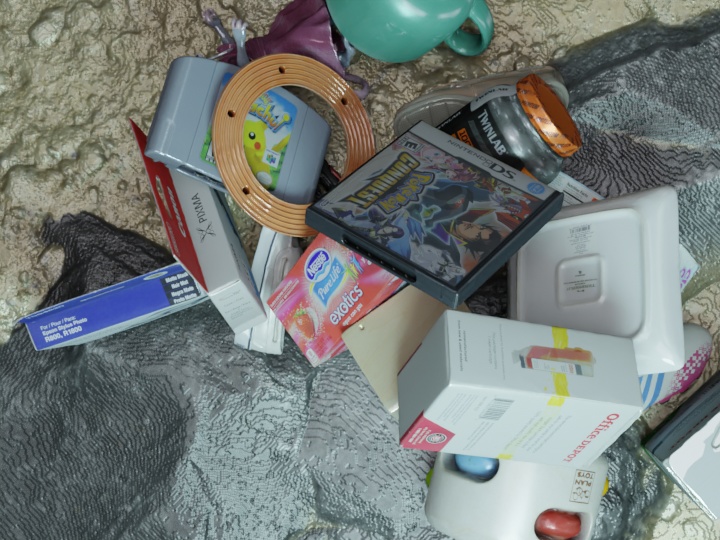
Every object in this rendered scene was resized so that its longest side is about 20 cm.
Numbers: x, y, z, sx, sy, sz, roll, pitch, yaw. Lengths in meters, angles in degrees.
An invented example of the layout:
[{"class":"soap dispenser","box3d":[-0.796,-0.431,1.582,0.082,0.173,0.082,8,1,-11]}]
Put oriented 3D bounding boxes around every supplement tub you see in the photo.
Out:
[{"class":"supplement tub","box3d":[0.133,-0.118,1.523,0.200,0.122,0.123,-35,86,23]}]

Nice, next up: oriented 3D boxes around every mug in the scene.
[{"class":"mug","box3d":[0.066,-0.319,1.537,0.184,0.114,0.153,-5,78,-29]}]

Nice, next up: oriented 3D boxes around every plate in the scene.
[{"class":"plate","box3d":[0.233,0.015,1.450,0.198,0.032,0.201,-11,66,32]}]

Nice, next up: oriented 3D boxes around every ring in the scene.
[{"class":"ring","box3d":[-0.072,-0.135,1.514,0.199,0.019,0.202,4,81,-31]}]

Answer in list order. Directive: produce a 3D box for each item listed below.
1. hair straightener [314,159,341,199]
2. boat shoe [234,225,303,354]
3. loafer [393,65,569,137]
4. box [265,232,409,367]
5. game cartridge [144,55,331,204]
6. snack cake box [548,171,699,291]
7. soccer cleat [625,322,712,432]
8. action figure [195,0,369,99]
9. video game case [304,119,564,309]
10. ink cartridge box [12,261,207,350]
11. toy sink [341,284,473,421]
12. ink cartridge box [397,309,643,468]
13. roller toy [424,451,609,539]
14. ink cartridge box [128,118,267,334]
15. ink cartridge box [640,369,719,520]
[{"class":"hair straightener","box3d":[-0.015,-0.074,1.583,0.041,0.077,0.200,-40,86,30]},{"class":"boat shoe","box3d":[-0.089,-0.002,1.594,0.065,0.072,0.201,16,91,1]},{"class":"loafer","box3d":[0.135,-0.188,1.587,0.198,0.063,0.072,-11,127,7]},{"class":"box","box3d":[0.000,0.000,1.497,0.095,0.102,0.200,52,134,13]},{"class":"game cartridge","box3d":[-0.127,-0.147,1.515,0.199,0.040,0.134,23,67,-27]},{"class":"snack cake box","box3d":[0.250,-0.018,1.515,0.200,0.067,0.115,38,93,38]},{"class":"soccer cleat","box3d":[0.305,0.107,1.518,0.200,0.070,0.087,-37,127,-19]},{"class":"action figure","box3d":[-0.109,-0.239,1.599,0.199,0.134,0.150,-26,115,5]},{"class":"video game case","box3d":[0.076,-0.062,1.385,0.180,0.200,0.026,30,137,23]},{"class":"ink cartridge box","box3d":[-0.260,0.040,1.545,0.198,0.200,0.041,-19,87,6]},{"class":"toy sink","box3d":[0.078,0.092,1.528,0.130,0.200,0.112,-35,69,5]},{"class":"ink cartridge box","box3d":[0.151,0.119,1.357,0.199,0.145,0.084,9,56,-16]},{"class":"roller toy","box3d":[0.171,0.227,1.507,0.199,0.182,0.141,15,89,5]},{"class":"ink cartridge box","box3d":[-0.173,-0.055,1.512,0.044,0.176,0.201,-25,56,4]},{"class":"ink cartridge box","box3d":[0.384,0.175,1.479,0.146,0.200,0.083,-42,86,4]}]
